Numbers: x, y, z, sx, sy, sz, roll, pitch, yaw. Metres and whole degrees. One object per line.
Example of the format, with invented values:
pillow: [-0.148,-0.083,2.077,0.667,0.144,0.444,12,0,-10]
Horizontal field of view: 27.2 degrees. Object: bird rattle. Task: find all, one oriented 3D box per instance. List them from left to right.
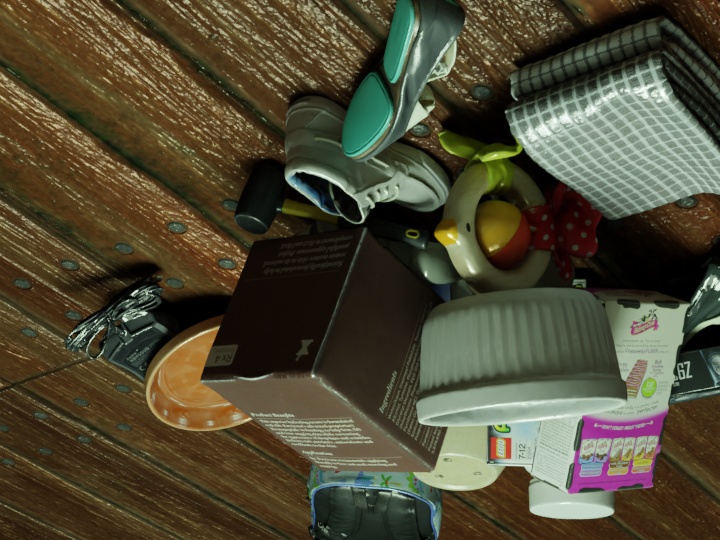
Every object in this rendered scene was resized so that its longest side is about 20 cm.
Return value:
bird rattle: [0.138,-0.048,1.414,0.112,0.164,0.201,1,139,45]

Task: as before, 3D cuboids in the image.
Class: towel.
towel: [0.248,-0.125,1.337,0.164,0.087,0.199,-20,140,36]

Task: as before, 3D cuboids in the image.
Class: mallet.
mallet: [-0.025,-0.062,1.487,0.197,0.067,0.041,7,154,10]

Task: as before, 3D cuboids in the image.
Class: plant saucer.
plant saucer: [-0.163,0.118,1.788,0.198,0.033,0.202,-14,141,-11]

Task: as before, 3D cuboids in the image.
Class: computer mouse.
computer mouse: [-0.248,0.076,1.764,0.138,0.053,0.200,-34,141,11]

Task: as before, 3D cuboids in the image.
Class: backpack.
backpack: [0.019,0.271,1.947,0.180,0.149,0.201,4,152,5]

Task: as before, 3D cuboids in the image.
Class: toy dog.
toy dog: [0.141,-0.007,1.538,0.198,0.133,0.096,27,175,-18]

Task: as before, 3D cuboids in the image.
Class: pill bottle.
pill bottle: [0.239,0.173,1.687,0.112,0.203,0.114,2,161,1]

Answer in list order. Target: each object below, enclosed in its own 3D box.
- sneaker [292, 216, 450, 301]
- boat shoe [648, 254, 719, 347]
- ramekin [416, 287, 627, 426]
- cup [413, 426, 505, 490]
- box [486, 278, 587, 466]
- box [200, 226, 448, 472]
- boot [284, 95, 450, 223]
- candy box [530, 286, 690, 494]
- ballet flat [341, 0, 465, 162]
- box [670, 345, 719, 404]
sneaker: [-0.001,0.000,1.599,0.198,0.081,0.115,32,146,-30]
boat shoe: [0.340,0.036,1.591,0.066,0.075,0.199,31,154,-12]
ramekin: [0.149,0.083,1.406,0.197,0.107,0.200,-4,169,-1]
cup: [0.117,0.177,1.785,0.197,0.145,0.201,4,148,3]
box: [0.192,0.112,1.619,0.108,0.203,0.035,0,173,10]
box: [-0.018,0.085,1.486,0.165,0.166,0.200,-5,144,43]
boot: [0.005,-0.081,1.439,0.199,0.097,0.073,27,143,-29]
candy box: [0.256,0.122,1.532,0.135,0.203,0.061,3,-169,-39]
ballet flat: [0.043,-0.167,1.321,0.072,0.074,0.201,13,139,-12]
box: [0.378,0.116,1.660,0.159,0.044,0.199,-15,169,29]
